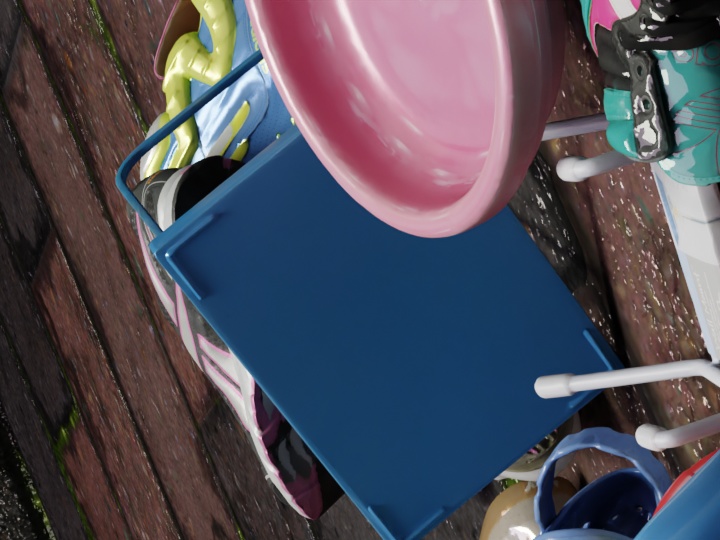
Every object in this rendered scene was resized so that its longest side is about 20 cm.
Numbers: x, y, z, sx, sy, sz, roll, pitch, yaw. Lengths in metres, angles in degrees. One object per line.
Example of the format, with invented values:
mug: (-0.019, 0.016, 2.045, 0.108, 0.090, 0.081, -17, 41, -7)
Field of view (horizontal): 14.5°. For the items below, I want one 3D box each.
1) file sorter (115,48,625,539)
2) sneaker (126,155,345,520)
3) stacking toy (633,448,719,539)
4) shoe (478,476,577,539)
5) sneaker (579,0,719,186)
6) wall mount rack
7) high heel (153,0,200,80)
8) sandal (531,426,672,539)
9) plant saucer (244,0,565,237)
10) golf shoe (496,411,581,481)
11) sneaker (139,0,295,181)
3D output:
file sorter: (0.000, 0.000, 1.329, 0.200, 0.139, 0.123, 52, 178, -27)
sneaker: (-0.055, 0.028, 1.436, 0.086, 0.080, 0.201, 11, 126, 57)
stacking toy: (0.162, 0.122, 1.141, 0.110, 0.116, 0.200, 45, 179, 4)
shoe: (0.085, 0.182, 1.501, 0.200, 0.070, 0.054, 96, 156, -55)
sneaker: (0.122, -0.094, 0.993, 0.200, 0.083, 0.121, 115, 137, -79)
wall mount rack: (0.108, -0.003, 1.185, 0.174, 0.074, 0.201, -146, 38, -79)
high heel: (-0.065, -0.171, 1.505, 0.068, 0.096, 0.200, 58, 161, 34)
sandal: (0.122, 0.127, 1.252, 0.200, 0.079, 0.088, 48, -138, -66)
plant saucer: (0.019, -0.115, 1.151, 0.200, 0.051, 0.201, 42, 144, 41)
golf shoe: (0.067, 0.070, 1.450, 0.092, 0.073, 0.200, 45, 174, -26)
sneaker: (-0.051, -0.076, 1.443, 0.105, 0.076, 0.201, 21, 112, 41)
